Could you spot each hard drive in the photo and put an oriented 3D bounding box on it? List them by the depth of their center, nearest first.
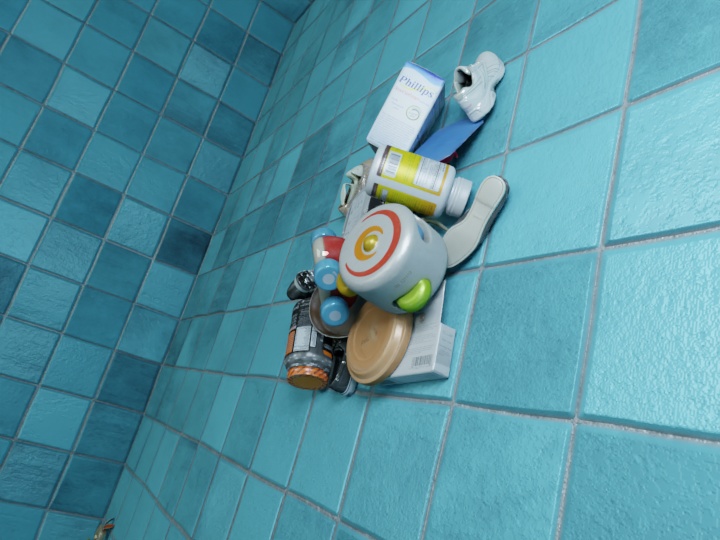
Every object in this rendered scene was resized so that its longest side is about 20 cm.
[{"bbox_3d":[-0.001,-0.121,1.358,0.140,0.038,0.201,-37,35,55],"label":"hard drive"}]

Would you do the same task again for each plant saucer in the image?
[{"bbox_3d":[0.030,0.130,1.099,0.200,0.032,0.201,-42,35,39],"label":"plant saucer"},{"bbox_3d":[-0.026,0.073,1.268,0.199,0.032,0.201,-14,52,18],"label":"plant saucer"}]

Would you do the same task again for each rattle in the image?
[{"bbox_3d":[-1.196,1.166,2.420,0.200,0.142,0.130,-55,9,31],"label":"rattle"}]

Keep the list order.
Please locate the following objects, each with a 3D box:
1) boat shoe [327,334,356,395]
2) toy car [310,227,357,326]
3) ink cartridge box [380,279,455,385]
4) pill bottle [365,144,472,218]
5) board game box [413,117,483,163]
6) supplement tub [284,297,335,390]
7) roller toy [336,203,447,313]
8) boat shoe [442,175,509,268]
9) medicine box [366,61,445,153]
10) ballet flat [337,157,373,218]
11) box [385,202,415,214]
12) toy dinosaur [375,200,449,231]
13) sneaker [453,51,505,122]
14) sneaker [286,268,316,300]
[{"bbox_3d":[-0.036,0.184,1.242,0.069,0.056,0.201,-37,38,43],"label":"boat shoe"},{"bbox_3d":[0.000,0.000,1.188,0.185,0.199,0.178,-103,5,-61],"label":"toy car"},{"bbox_3d":[0.102,0.126,1.057,0.200,0.045,0.177,-22,49,53],"label":"ink cartridge box"},{"bbox_3d":[0.118,-0.174,1.099,0.109,0.199,0.110,19,-90,-87],"label":"pill bottle"},{"bbox_3d":[0.188,-0.265,1.201,0.200,0.039,0.158,-46,26,-22],"label":"board game box"},{"bbox_3d":[-0.117,0.178,1.321,0.122,0.122,0.201,-35,39,44],"label":"supplement tub"},{"bbox_3d":[0.055,-0.025,1.020,0.199,0.140,0.183,3,67,49],"label":"roller toy"},{"bbox_3d":[0.219,-0.087,1.031,0.067,0.057,0.200,41,112,25],"label":"boat shoe"},{"bbox_3d":[0.113,-0.359,1.297,0.201,0.103,0.182,-62,-6,6],"label":"medicine box"},{"bbox_3d":[-0.014,-0.246,1.556,0.068,0.067,0.201,-10,59,58],"label":"ballet flat"},{"bbox_3d":[0.082,-0.159,1.307,0.161,0.044,0.200,-65,19,-2],"label":"box"},{"bbox_3d":[0.081,-0.104,1.124,0.199,0.088,0.048,1,69,20],"label":"toy dinosaur"},{"bbox_3d":[0.251,-0.422,1.181,0.078,0.099,0.201,-29,36,47],"label":"sneaker"},{"bbox_3d":[-0.118,0.033,1.392,0.090,0.200,0.067,-40,77,32],"label":"sneaker"}]
